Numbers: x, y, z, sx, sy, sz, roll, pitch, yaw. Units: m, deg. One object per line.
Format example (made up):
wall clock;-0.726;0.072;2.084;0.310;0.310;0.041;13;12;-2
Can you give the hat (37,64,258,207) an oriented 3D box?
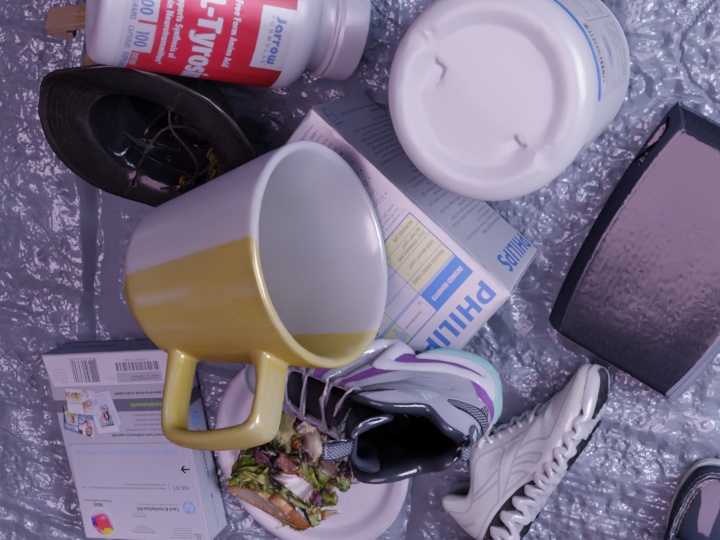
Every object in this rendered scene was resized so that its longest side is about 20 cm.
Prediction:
hat;-0.166;-0.128;0.832;0.199;0.081;0.201;13;148;8

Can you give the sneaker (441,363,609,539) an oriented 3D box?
sneaker;0.135;0.152;0.813;0.081;0.075;0.201;37;115;18

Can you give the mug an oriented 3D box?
mug;-0.090;0.009;0.670;0.152;0.187;0.150;-10;118;33

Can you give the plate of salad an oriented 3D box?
plate of salad;-0.052;0.173;0.906;0.198;0.048;0.202;6;107;21

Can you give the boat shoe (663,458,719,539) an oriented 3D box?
boat shoe;0.267;0.252;0.785;0.074;0.062;0.202;18;105;24

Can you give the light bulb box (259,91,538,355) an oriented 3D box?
light bulb box;0.000;0.000;0.791;0.200;0.125;0.199;43;116;5

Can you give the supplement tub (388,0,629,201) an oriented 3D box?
supplement tub;0.109;-0.129;0.668;0.131;0.200;0.133;6;107;20

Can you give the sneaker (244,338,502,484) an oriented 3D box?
sneaker;-0.010;0.095;0.674;0.198;0.140;0.079;1;108;20

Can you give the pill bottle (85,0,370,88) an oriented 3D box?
pill bottle;-0.099;-0.199;0.736;0.198;0.112;0.113;4;112;-22

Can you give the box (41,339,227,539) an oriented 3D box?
box;-0.225;0.170;0.980;0.154;0.041;0.202;-5;102;24

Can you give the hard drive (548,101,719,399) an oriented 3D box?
hard drive;0.238;-0.008;0.737;0.134;0.042;0.201;31;114;11

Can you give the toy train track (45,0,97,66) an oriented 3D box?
toy train track;-0.172;-0.217;0.842;0.198;0.033;0.116;-3;62;13
